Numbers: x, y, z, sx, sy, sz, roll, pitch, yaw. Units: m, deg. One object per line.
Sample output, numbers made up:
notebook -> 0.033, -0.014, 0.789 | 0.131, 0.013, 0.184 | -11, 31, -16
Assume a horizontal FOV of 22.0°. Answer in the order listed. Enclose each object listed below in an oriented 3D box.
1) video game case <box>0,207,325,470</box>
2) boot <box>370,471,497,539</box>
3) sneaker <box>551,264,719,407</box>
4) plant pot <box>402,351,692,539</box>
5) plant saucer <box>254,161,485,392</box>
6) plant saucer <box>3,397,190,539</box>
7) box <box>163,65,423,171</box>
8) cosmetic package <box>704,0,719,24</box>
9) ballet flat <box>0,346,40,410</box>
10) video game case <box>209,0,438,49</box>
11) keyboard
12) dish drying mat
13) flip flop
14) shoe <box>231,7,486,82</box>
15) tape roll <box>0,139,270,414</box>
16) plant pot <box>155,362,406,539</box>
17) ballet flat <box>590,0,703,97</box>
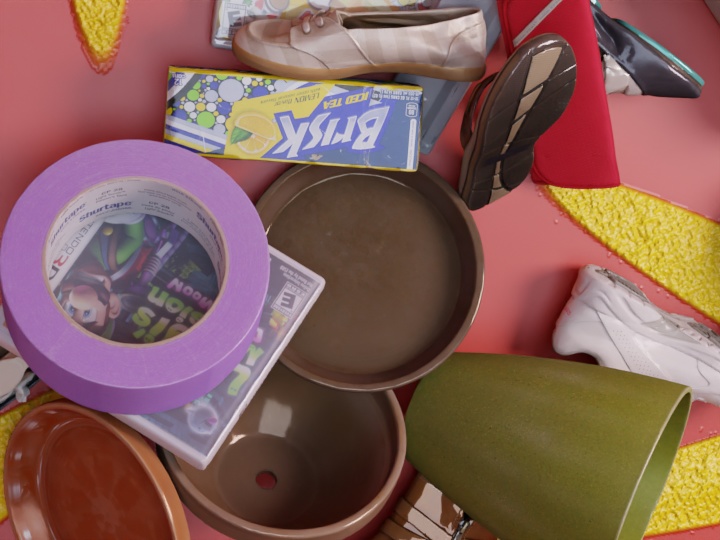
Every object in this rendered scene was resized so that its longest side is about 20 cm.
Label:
video game case -> -0.157, 0.028, 1.434 | 0.200, 0.023, 0.182 | 31, 67, 4
boot -> 0.020, 0.240, 1.544 | 0.200, 0.077, 0.155 | 21, 103, -19
sneaker -> 0.247, 0.080, 1.567 | 0.200, 0.078, 0.099 | 31, 104, -8
plant pot -> 0.141, 0.144, 1.500 | 0.200, 0.187, 0.187 | 22, 98, 17
plant saucer -> 0.000, 0.000, 1.492 | 0.200, 0.029, 0.200 | 0, 81, -3
plant saucer -> -0.205, 0.195, 1.463 | 0.032, 0.200, 0.201 | -25, 109, -47
box -> -0.052, -0.120, 1.456 | 0.200, 0.064, 0.070 | 4, 97, -2
cosmetic package -> 0.398, -0.237, 1.496 | 0.199, 0.123, 0.200 | -38, 104, -1
ballet flat -> -0.250, 0.053, 1.470 | 0.200, 0.073, 0.073 | -37, 105, -1
video game case -> -0.011, -0.256, 1.471 | 0.200, 0.023, 0.182 | 6, 100, -11
keyboard -> 0.076, -0.182, 1.469 | 0.056, 0.011, 0.200 | 28, 118, -4
dish drying mat -> 0.156, -0.145, 1.467 | 0.077, 0.018, 0.200 | 3, 132, 22
flip flop -> 0.111, -0.120, 1.457 | 0.081, 0.200, 0.058 | -20, 65, -20
shoe -> 0.001, -0.182, 1.433 | 0.200, 0.070, 0.053 | 2, 120, -7
tape roll -> -0.170, 0.004, 1.395 | 0.200, 0.066, 0.200 | 3, 67, -7
plant pot -> -0.070, 0.147, 1.486 | 0.201, 0.201, 0.093 | 7, 141, -11
ballet flat -> 0.182, -0.187, 1.490 | 0.200, 0.073, 0.073 | 39, 93, -9
